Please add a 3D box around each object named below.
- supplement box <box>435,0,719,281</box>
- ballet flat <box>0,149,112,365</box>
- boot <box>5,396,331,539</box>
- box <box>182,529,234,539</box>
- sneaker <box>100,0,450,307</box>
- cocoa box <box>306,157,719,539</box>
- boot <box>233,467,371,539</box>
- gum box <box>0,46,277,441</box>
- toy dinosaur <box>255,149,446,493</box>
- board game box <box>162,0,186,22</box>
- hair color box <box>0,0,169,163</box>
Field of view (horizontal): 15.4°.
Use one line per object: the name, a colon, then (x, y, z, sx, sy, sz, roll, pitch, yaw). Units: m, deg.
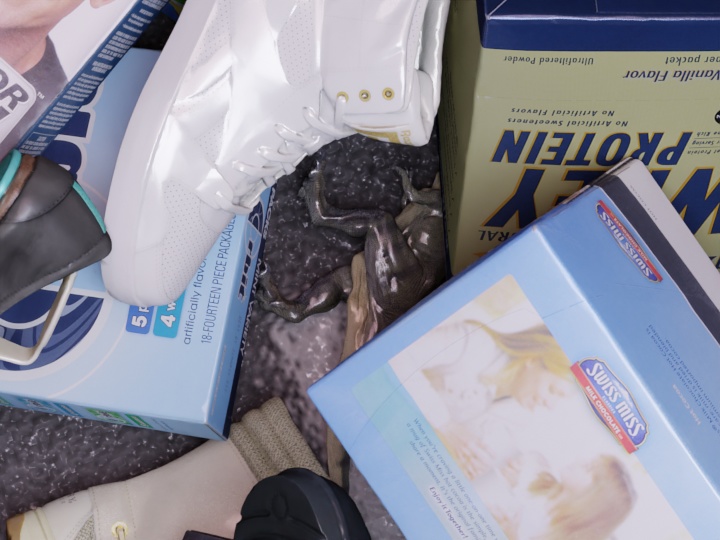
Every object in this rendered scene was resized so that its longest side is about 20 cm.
supplement box: (0.105, -0.122, 1.185, 0.133, 0.200, 0.201, 0, 55, -3)
ballet flat: (-0.180, 0.032, 1.156, 0.068, 0.068, 0.200, 37, 121, -18)
boot: (-0.055, 0.172, 1.206, 0.154, 0.072, 0.201, -25, 78, -11)
box: (-0.017, 0.222, 1.157, 0.199, 0.048, 0.159, 27, 77, -32)
sneaker: (-0.030, -0.062, 1.146, 0.115, 0.074, 0.201, 24, 95, 17)
cocoa box: (0.102, 0.080, 1.085, 0.133, 0.131, 0.201, -36, 87, 28)
boot: (0.036, 0.165, 1.119, 0.162, 0.073, 0.200, -14, 98, -37)
gum box: (-0.144, -0.022, 1.231, 0.199, 0.045, 0.171, 8, 78, 13)
toy dinosaur: (0.000, 0.000, 1.261, 0.088, 0.047, 0.201, 27, 81, -5)
board game box: (-0.095, -0.197, 1.265, 0.200, 0.105, 0.103, 37, 79, 5)
hair color box: (-0.149, -0.125, 1.180, 0.100, 0.061, 0.200, 41, 94, 4)
